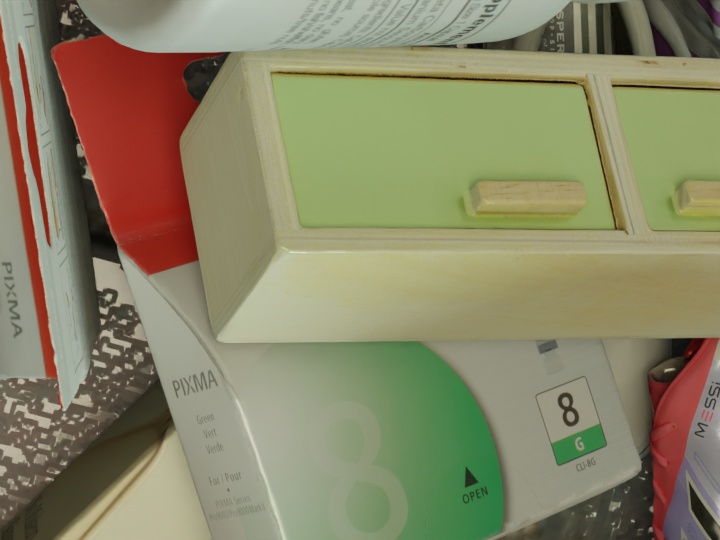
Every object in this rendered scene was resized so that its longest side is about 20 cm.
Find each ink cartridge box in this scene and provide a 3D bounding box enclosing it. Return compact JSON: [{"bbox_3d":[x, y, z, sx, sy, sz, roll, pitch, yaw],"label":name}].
[{"bbox_3d":[-0.121,-0.041,0.828,0.050,0.200,0.162,-8,96,0],"label":"ink cartridge box"},{"bbox_3d":[0.000,0.000,0.849,0.161,0.050,0.200,-18,92,-39],"label":"ink cartridge box"}]

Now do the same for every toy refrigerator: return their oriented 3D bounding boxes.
[{"bbox_3d":[0.051,-0.025,0.815,0.200,0.070,0.076,1,62,-24],"label":"toy refrigerator"}]

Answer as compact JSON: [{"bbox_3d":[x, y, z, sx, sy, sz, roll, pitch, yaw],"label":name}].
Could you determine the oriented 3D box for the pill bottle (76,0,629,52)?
[{"bbox_3d":[0.015,-0.125,0.771,0.200,0.114,0.114,-5,97,-35],"label":"pill bottle"}]

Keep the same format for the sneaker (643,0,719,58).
[{"bbox_3d":[0.143,-0.093,0.886,0.078,0.140,0.200,-15,97,-7],"label":"sneaker"}]

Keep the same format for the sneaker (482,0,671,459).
[{"bbox_3d":[0.077,-0.021,0.920,0.073,0.071,0.200,-10,96,-6],"label":"sneaker"}]

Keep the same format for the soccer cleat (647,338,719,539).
[{"bbox_3d":[0.131,0.076,0.917,0.076,0.067,0.200,14,100,4],"label":"soccer cleat"}]

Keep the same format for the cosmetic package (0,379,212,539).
[{"bbox_3d":[-0.101,0.124,0.896,0.200,0.104,0.073,-45,100,-2],"label":"cosmetic package"}]
